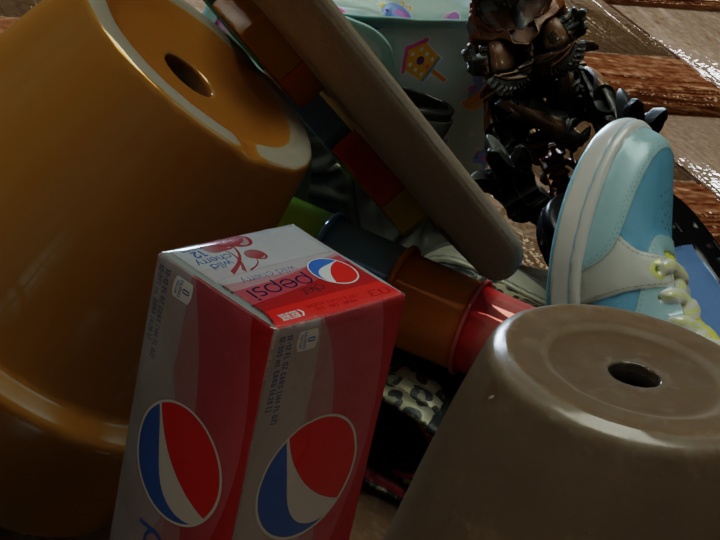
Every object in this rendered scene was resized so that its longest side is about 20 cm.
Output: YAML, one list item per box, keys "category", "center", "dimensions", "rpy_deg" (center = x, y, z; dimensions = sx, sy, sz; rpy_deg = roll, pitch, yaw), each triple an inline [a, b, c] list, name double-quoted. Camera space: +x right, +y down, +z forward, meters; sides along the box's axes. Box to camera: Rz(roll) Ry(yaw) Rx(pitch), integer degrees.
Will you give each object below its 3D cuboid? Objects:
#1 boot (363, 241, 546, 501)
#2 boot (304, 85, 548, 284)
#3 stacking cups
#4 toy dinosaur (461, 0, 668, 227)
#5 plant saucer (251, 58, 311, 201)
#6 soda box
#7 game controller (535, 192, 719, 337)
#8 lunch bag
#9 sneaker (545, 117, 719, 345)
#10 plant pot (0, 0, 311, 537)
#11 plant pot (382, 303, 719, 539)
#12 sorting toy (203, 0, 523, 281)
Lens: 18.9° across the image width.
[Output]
- category: "boot"
  center: [0.084, 0.075, 1.056]
  dimensions: [0.202, 0.074, 0.154]
  rpy_deg: [27, 36, 15]
- category: "boot"
  center: [0.034, -0.031, 1.175]
  dimensions: [0.198, 0.132, 0.068]
  rpy_deg: [7, 23, -11]
- category: "stacking cups"
  center: [0.000, 0.000, 1.018]
  dimensions: [0.198, 0.061, 0.060]
  rpy_deg: [20, 25, 14]
- category: "toy dinosaur"
  center: [0.104, -0.092, 1.166]
  dimensions: [0.200, 0.102, 0.136]
  rpy_deg: [43, 18, -36]
- category: "plant saucer"
  center: [-0.125, -0.048, 1.114]
  dimensions: [0.198, 0.027, 0.202]
  rpy_deg: [-7, 57, 11]
- category: "soda box"
  center: [-0.046, 0.089, 0.790]
  dimensions: [0.063, 0.202, 0.070]
  rpy_deg: [30, 30, 35]
- category: "game controller"
  center: [0.165, 0.038, 1.044]
  dimensions: [0.104, 0.042, 0.201]
  rpy_deg: [-15, 59, -32]
- category: "lunch bag"
  center: [-0.017, -0.098, 1.246]
  dimensions: [0.199, 0.172, 0.122]
  rpy_deg: [-6, 39, -36]
- category: "sneaker"
  center: [0.148, 0.037, 0.955]
  dimensions: [0.129, 0.202, 0.079]
  rpy_deg: [7, 0, 30]
- category: "plant pot"
  center: [-0.124, -0.021, 0.928]
  dimensions: [0.200, 0.183, 0.201]
  rpy_deg: [38, 19, -16]
- category: "plant pot"
  center: [0.087, 0.114, 0.835]
  dimensions: [0.198, 0.176, 0.201]
  rpy_deg: [11, 23, -5]
- category: "sorting toy"
  center: [-0.020, -0.084, 1.013]
  dimensions: [0.185, 0.036, 0.200]
  rpy_deg: [50, -4, -27]
